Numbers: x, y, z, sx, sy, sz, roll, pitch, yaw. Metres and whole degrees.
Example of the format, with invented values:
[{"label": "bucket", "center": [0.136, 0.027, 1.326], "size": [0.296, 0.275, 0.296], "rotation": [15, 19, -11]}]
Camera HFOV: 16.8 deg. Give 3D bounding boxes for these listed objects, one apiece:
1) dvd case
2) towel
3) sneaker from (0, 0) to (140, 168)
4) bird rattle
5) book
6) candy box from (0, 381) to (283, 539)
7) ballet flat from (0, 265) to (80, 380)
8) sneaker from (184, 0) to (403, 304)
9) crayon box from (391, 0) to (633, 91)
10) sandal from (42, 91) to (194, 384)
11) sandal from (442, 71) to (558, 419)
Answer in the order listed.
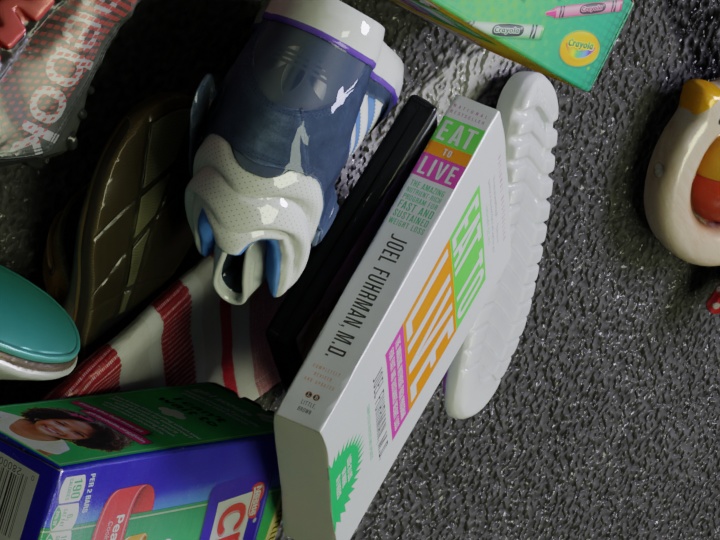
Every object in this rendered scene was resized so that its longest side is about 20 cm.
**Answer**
[{"label": "dvd case", "center": [0.000, 0.000, 1.282], "size": [0.143, 0.017, 0.200], "rotation": [-59, 171, -11]}, {"label": "towel", "center": [-0.099, 0.063, 1.255], "size": [0.200, 0.023, 0.144], "rotation": [-42, 153, -25]}, {"label": "sneaker", "center": [-0.148, -0.105, 1.113], "size": [0.200, 0.071, 0.098], "rotation": [-42, 136, -18]}, {"label": "bird rattle", "center": [0.244, -0.061, 1.550], "size": [0.162, 0.113, 0.201], "rotation": [0, 125, -33]}, {"label": "book", "center": [0.015, 0.027, 1.219], "size": [0.201, 0.048, 0.134], "rotation": [-61, 164, -27]}, {"label": "candy box", "center": [-0.129, 0.148, 1.180], "size": [0.200, 0.077, 0.170], "rotation": [-6, 117, -58]}, {"label": "ballet flat", "center": [-0.219, 0.017, 1.123], "size": [0.200, 0.069, 0.070], "rotation": [24, 94, -45]}, {"label": "sneaker", "center": [-0.041, -0.055, 1.190], "size": [0.200, 0.080, 0.147], "rotation": [77, 38, -87]}, {"label": "crayon box", "center": [0.034, -0.163, 1.230], "size": [0.200, 0.119, 0.058], "rotation": [24, 94, -50]}, {"label": "sandal", "center": [-0.125, -0.005, 1.212], "size": [0.082, 0.055, 0.201], "rotation": [-30, 146, -41]}, {"label": "sandal", "center": [0.072, -0.016, 1.411], "size": [0.082, 0.050, 0.204], "rotation": [17, 86, -64]}]
